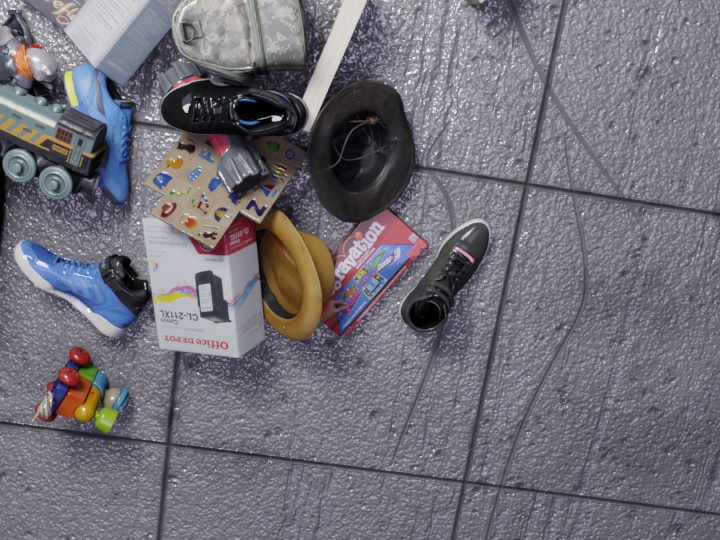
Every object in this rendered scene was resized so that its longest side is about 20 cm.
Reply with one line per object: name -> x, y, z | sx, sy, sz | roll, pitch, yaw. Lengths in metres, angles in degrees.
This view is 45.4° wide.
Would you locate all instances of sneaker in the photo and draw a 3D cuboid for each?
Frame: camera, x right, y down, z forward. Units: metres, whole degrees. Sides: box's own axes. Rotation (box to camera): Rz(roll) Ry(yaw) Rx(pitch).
sneaker -> 0.133, 0.015, 1.282 | 0.070, 0.099, 0.201 | 37, 100, -10
sneaker -> -0.353, -0.194, 1.220 | 0.077, 0.066, 0.203 | -14, 106, -2
sneaker -> -0.170, -0.207, 1.086 | 0.197, 0.112, 0.074 | 3, 99, 6
sneaker -> -0.400, 0.000, 1.266 | 0.111, 0.077, 0.200 | -43, 108, 16

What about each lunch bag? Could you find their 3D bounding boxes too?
lunch bag -> -0.157, -0.319, 1.126 | 0.165, 0.200, 0.142 | -7, 104, -4

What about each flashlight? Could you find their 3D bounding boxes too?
flashlight -> -0.207, -0.193, 1.181 | 0.068, 0.068, 0.201 | -41, 72, 31

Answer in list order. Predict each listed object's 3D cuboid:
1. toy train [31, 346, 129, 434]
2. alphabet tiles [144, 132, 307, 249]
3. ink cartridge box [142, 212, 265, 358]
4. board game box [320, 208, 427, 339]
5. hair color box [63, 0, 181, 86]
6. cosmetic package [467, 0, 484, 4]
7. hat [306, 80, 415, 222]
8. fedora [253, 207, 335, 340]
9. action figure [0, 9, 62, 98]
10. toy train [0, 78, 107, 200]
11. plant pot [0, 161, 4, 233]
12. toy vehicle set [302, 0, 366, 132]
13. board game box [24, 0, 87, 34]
toy train -> -0.410, 0.204, 1.265 | 0.115, 0.200, 0.085 | 33, 103, -16
alphabet tiles -> -0.192, -0.129, 1.189 | 0.166, 0.008, 0.201 | 28, 64, 6
ink cartridge box -> -0.225, 0.016, 1.250 | 0.144, 0.083, 0.203 | 3, 108, 23
board game box -> 0.000, 0.000, 1.314 | 0.103, 0.019, 0.200 | 39, 101, -11
hair color box -> -0.294, -0.359, 1.145 | 0.200, 0.060, 0.099 | -48, 61, 8
cosmetic package -> 0.118, -0.456, 1.143 | 0.071, 0.105, 0.200 | -39, 102, 9
hat -> -0.016, -0.172, 1.222 | 0.199, 0.081, 0.204 | -17, 117, -35
fedora -> -0.096, -0.002, 1.256 | 0.081, 0.199, 0.204 | -17, 111, -37
action figure -> -0.495, -0.244, 1.182 | 0.191, 0.105, 0.203 | -16, 103, 13
toy train -> -0.434, -0.177, 1.148 | 0.198, 0.085, 0.115 | 25, 110, -7
plant pot -> -0.605, -0.062, 1.192 | 0.197, 0.200, 0.180 | -2, 118, -2
toy vehicle set -> -0.041, -0.292, 1.173 | 0.026, 0.124, 0.202 | 23, 105, -9
board game box -> -0.427, -0.431, 1.163 | 0.199, 0.035, 0.136 | 38, 101, -12
